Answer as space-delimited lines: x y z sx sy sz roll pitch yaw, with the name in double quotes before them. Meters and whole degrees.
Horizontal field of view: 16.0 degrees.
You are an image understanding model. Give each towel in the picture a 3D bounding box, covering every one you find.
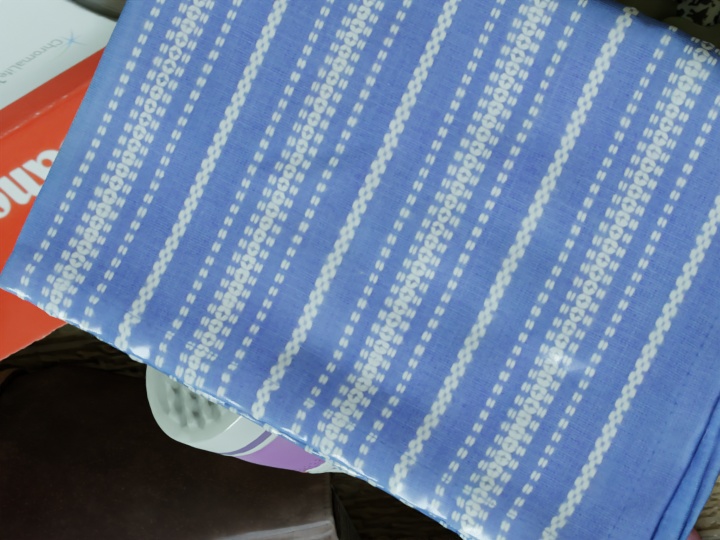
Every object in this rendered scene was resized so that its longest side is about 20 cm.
"towel" 0.015 -0.014 0.664 0.200 0.145 0.024 27 -172 14

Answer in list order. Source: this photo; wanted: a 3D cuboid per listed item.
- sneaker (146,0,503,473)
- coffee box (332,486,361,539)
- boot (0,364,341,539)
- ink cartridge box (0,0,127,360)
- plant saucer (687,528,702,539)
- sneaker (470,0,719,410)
"sneaker" 0.026 -0.031 0.740 0.114 0.073 0.201 17 108 -42
"coffee box" -0.051 0.144 0.997 0.113 0.080 0.200 -11 142 11
"boot" -0.091 0.090 0.838 0.166 0.200 0.072 -7 120 4
"ink cartridge box" -0.135 -0.047 0.735 0.163 0.057 0.200 -28 117 30
"plant saucer" 0.056 0.171 0.984 0.051 0.201 0.201 31 155 30
"sneaker" 0.083 -0.047 0.706 0.089 0.200 0.077 48 165 -21
